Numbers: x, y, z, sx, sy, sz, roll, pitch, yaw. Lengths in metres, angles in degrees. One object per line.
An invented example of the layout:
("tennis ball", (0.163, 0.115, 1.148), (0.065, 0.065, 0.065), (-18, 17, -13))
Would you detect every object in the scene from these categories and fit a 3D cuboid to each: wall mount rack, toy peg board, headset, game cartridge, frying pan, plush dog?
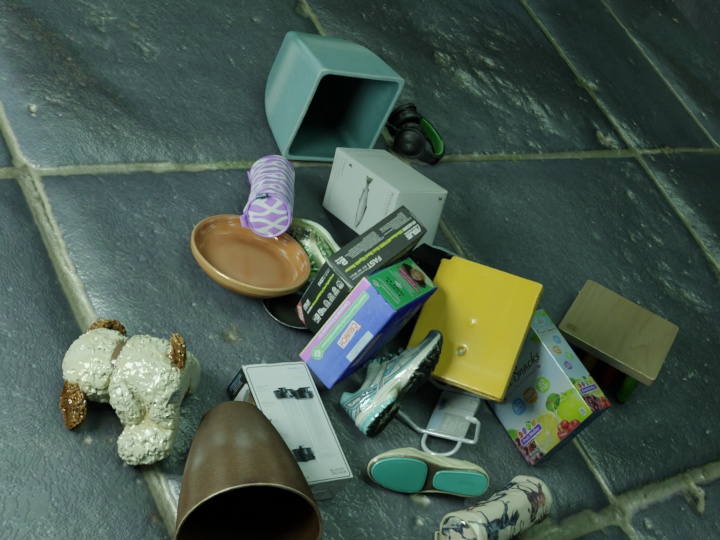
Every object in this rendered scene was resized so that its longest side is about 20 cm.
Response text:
("wall mount rack", (0.124, 0.206, 1.769), (0.172, 0.075, 0.200), (12, 36, 16))
("toy peg board", (0.479, 0.144, 2.094), (0.198, 0.098, 0.200), (29, 37, 14))
("headset", (0.103, -0.294, 2.208), (0.199, 0.094, 0.124), (22, 40, -35))
("game cartridge", (0.180, 0.090, 1.758), (0.175, 0.032, 0.201), (19, 74, 19))
("frying pan", (-0.141, 0.047, 1.747), (0.188, 0.031, 0.116), (10, 43, -15))
("plush dog", (-0.315, 0.137, 1.460), (0.170, 0.161, 0.201), (10, 42, 4))

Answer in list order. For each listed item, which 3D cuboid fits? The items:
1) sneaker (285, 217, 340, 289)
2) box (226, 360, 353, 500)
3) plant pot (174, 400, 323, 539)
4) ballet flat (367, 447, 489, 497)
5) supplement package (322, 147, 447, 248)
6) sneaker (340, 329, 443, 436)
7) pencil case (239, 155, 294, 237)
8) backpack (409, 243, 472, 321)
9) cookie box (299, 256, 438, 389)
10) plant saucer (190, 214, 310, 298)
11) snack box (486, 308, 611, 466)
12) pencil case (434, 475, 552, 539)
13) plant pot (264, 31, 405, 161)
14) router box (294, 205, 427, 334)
("sneaker", (-0.073, -0.010, 1.827), (0.199, 0.077, 0.089), (38, 48, 4))
("box", (-0.103, 0.232, 1.576), (0.116, 0.060, 0.201), (-1, 54, -38))
("plant pot", (-0.156, 0.273, 1.428), (0.185, 0.188, 0.201), (16, 30, -24))
("ballet flat", (0.099, 0.303, 1.662), (0.198, 0.070, 0.070), (14, 44, -17))
("supplement package", (0.040, -0.126, 1.927), (0.116, 0.118, 0.200), (-1, 27, -38))
("sneaker", (0.048, 0.156, 1.696), (0.086, 0.078, 0.200), (38, 73, 22))
("pencil case", (-0.153, -0.124, 1.827), (0.200, 0.085, 0.085), (-90, 163, -65))
("backpack", (0.151, 0.050, 1.862), (0.200, 0.167, 0.127), (38, -5, 22))
("cookie box", (0.015, 0.077, 1.688), (0.075, 0.171, 0.200), (44, 22, 9))
("plant saucer", (-0.178, -0.018, 1.748), (0.198, 0.038, 0.201), (17, 32, -11))
("snack box", (0.294, 0.195, 1.826), (0.067, 0.169, 0.201), (-8, 56, -45))
("pencil case", (0.202, 0.377, 1.656), (0.199, 0.089, 0.079), (-15, 91, -44))
("plant pot", (-0.073, -0.343, 2.059), (0.195, 0.197, 0.201), (0, 42, -37))
("router box", (0.000, 0.000, 1.723), (0.062, 0.150, 0.200), (46, 50, 9))
